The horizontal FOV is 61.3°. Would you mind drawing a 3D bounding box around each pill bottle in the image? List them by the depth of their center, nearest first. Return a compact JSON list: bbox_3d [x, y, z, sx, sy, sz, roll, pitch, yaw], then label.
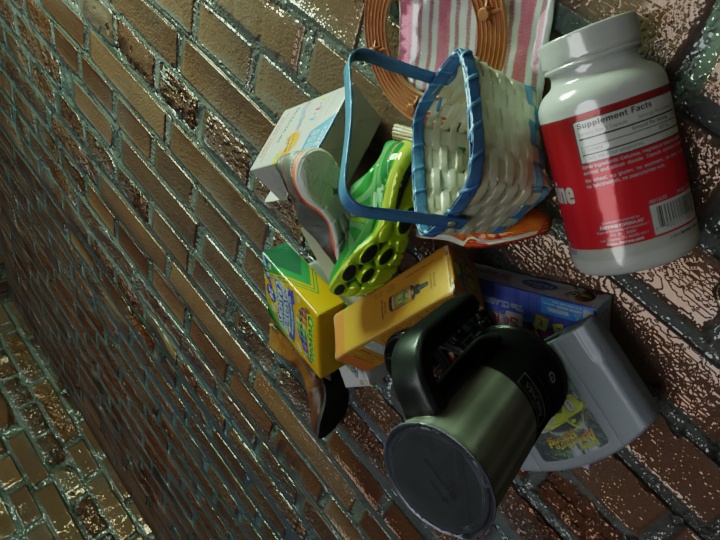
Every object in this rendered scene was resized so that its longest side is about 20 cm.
[{"bbox_3d":[0.222,-0.109,0.538,0.111,0.111,0.206,-7,103,49],"label":"pill bottle"}]

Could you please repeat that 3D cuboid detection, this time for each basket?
[{"bbox_3d":[0.075,-0.118,0.586,0.139,0.194,0.182,137,141,-58],"label":"basket"}]

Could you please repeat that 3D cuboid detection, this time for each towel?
[{"bbox_3d":[0.113,-0.259,0.652,0.197,0.029,0.151,22,125,40],"label":"towel"}]

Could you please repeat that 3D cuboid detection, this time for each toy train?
[{"bbox_3d":[0.110,0.114,0.777,0.046,0.034,0.202,41,136,10],"label":"toy train"}]

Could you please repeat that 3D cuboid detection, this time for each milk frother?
[{"bbox_3d":[0.080,0.147,0.631,0.182,0.187,0.200,51,134,7],"label":"milk frother"}]

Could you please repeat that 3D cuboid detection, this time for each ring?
[{"bbox_3d":[0.072,-0.259,0.665,0.198,0.019,0.206,28,131,36],"label":"ring"}]

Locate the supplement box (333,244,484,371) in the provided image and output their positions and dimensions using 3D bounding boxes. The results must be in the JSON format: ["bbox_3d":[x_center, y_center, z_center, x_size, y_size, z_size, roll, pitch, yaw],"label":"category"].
[{"bbox_3d":[0.053,0.052,0.739,0.198,0.068,0.068,-35,45,37],"label":"supplement box"}]

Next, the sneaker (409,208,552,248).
[{"bbox_3d":[0.122,-0.069,0.687,0.196,0.072,0.080,12,109,42],"label":"sneaker"}]

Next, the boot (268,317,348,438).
[{"bbox_3d":[-0.111,0.179,1.097,0.197,0.067,0.194,27,128,39],"label":"boot"}]

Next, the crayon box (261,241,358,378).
[{"bbox_3d":[-0.078,0.066,0.911,0.199,0.051,0.129,42,143,39],"label":"crayon box"}]

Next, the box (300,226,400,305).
[{"bbox_3d":[0.000,0.000,0.871,0.068,0.081,0.204,-37,81,48],"label":"box"}]

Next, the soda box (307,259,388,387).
[{"bbox_3d":[-0.018,0.074,0.941,0.067,0.063,0.206,-15,98,50],"label":"soda box"}]

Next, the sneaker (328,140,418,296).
[{"bbox_3d":[0.019,-0.059,0.725,0.204,0.073,0.084,-62,36,16],"label":"sneaker"}]

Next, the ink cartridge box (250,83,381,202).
[{"bbox_3d":[-0.076,-0.168,0.835,0.197,0.117,0.068,-3,143,49],"label":"ink cartridge box"}]

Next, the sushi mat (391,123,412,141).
[{"bbox_3d":[0.109,-0.113,0.743,0.197,0.012,0.099,25,126,39],"label":"sushi mat"}]

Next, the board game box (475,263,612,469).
[{"bbox_3d":[0.195,0.107,0.732,0.197,0.041,0.206,15,119,44],"label":"board game box"}]

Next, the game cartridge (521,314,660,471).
[{"bbox_3d":[0.216,0.147,0.669,0.135,0.040,0.200,54,139,7],"label":"game cartridge"}]

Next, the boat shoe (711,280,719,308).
[{"bbox_3d":[0.375,0.074,0.485,0.200,0.073,0.077,46,137,23],"label":"boat shoe"}]

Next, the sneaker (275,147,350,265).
[{"bbox_3d":[-0.043,-0.073,0.770,0.080,0.077,0.203,16,143,42],"label":"sneaker"}]
